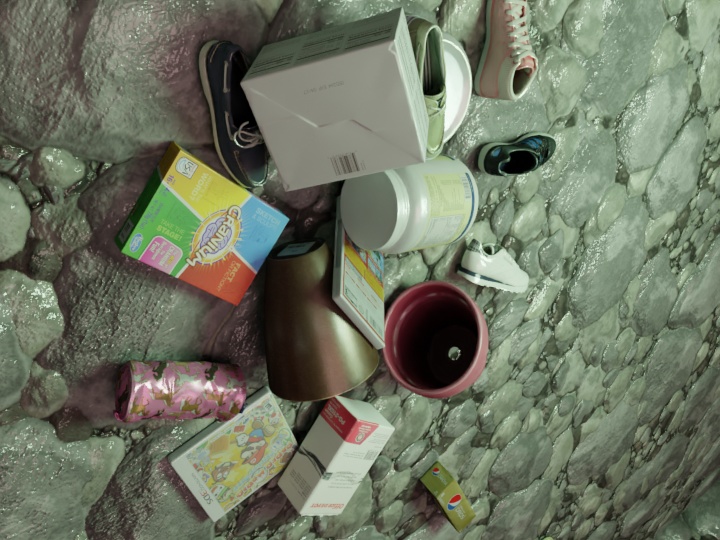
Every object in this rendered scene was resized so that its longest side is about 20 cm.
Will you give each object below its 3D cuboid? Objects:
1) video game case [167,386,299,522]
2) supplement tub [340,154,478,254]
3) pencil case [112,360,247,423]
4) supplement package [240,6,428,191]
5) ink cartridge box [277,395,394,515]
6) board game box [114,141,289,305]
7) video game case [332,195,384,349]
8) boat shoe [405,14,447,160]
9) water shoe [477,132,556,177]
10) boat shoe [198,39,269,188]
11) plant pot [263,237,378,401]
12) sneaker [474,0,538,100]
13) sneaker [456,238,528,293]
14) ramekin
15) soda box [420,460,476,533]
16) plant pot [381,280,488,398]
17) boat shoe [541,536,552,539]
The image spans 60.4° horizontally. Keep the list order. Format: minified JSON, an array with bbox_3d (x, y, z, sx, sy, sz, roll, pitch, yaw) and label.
[{"bbox_3d":[-0.211,0.324,1.084,0.197,0.023,0.186,-34,130,-18],"label":"video game case"},{"bbox_3d":[0.077,-0.105,0.965,0.196,0.143,0.150,-11,121,-45],"label":"supplement tub"},{"bbox_3d":[-0.268,0.182,0.928,0.196,0.089,0.083,11,139,-39],"label":"pencil case"},{"bbox_3d":[-0.024,-0.213,0.787,0.193,0.113,0.159,-8,128,18],"label":"supplement package"},{"bbox_3d":[-0.045,0.349,1.165,0.203,0.084,0.144,-57,143,3],"label":"ink cartridge box"},{"bbox_3d":[-0.215,-0.058,0.864,0.198,0.040,0.156,30,94,-42],"label":"board game box"},{"bbox_3d":[0.000,0.000,0.970,0.017,0.205,0.144,-18,137,22],"label":"video game case"},{"bbox_3d":[0.087,-0.240,0.849,0.071,0.062,0.204,-30,129,-18],"label":"boat shoe"},{"bbox_3d":[0.307,-0.204,1.148,0.195,0.079,0.074,-17,124,-29],"label":"water shoe"},{"bbox_3d":[-0.153,-0.198,0.816,0.074,0.061,0.206,-36,132,-38],"label":"boat shoe"},{"bbox_3d":[-0.078,0.062,0.958,0.183,0.185,0.207,-21,110,-25],"label":"plant pot"},{"bbox_3d":[0.251,-0.375,0.999,0.073,0.104,0.207,-5,116,-31],"label":"sneaker"},{"bbox_3d":[0.279,-0.008,1.242,0.196,0.076,0.083,10,99,-41],"label":"sneaker"},{"bbox_3d":[0.082,-0.272,0.934,0.197,0.094,0.209,-18,123,-29],"label":"ramekin"},{"bbox_3d":[0.213,0.549,1.491,0.064,0.067,0.202,-40,131,-12],"label":"soda box"},{"bbox_3d":[0.156,0.143,1.161,0.202,0.199,0.178,-53,148,1],"label":"plant pot"},{"bbox_3d":[0.560,0.942,1.964,0.203,0.063,0.073,-53,132,0],"label":"boat shoe"}]
